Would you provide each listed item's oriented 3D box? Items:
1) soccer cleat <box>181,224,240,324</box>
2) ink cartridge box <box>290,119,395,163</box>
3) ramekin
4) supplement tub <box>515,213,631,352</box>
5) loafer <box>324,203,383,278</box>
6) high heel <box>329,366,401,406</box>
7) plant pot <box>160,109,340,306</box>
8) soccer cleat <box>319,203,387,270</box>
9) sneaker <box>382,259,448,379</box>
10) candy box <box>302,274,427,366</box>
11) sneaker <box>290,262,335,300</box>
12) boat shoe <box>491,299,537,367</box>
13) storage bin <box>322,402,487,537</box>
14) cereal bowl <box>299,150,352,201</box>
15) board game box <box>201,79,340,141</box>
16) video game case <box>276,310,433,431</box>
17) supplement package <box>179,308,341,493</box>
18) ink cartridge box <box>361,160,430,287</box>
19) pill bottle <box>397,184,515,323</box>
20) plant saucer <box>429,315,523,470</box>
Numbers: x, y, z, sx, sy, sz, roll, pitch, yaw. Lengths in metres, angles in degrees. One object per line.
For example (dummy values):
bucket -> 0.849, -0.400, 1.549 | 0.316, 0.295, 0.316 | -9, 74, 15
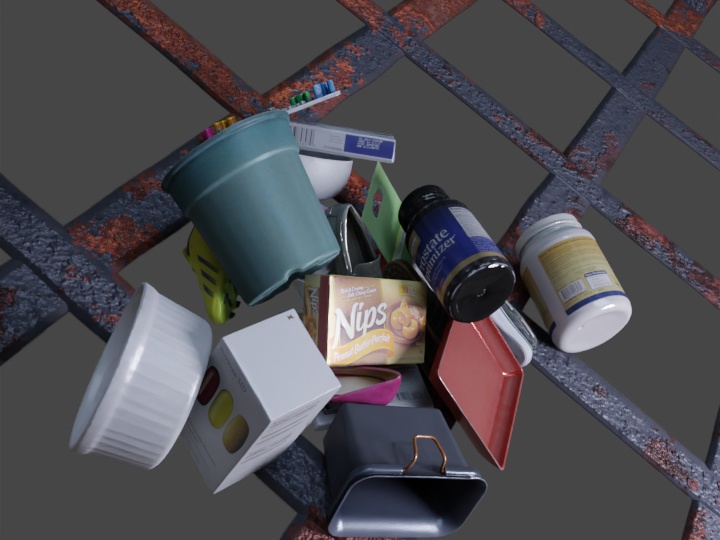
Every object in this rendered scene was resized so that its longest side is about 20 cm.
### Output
soccer cleat -> -0.214, -0.008, 1.251 | 0.081, 0.065, 0.204 | -7, 56, 2
ink cartridge box -> -0.042, -0.214, 1.423 | 0.194, 0.042, 0.200 | 8, 10, -3
ramekin -> -0.248, 0.126, 1.007 | 0.096, 0.201, 0.203 | 26, 43, -19
supplement tub -> 0.358, 0.019, 1.498 | 0.141, 0.145, 0.203 | 0, 53, -31
loafer -> 0.000, 0.000, 1.275 | 0.069, 0.069, 0.204 | -33, 102, -40
high heel -> -0.046, 0.143, 1.151 | 0.196, 0.097, 0.068 | 19, 45, -14
plant pot -> -0.134, -0.073, 1.171 | 0.198, 0.199, 0.199 | -26, 85, -43
soccer cleat -> -0.024, -0.051, 1.374 | 0.198, 0.067, 0.077 | 31, 23, -24
sneaker -> 0.103, 0.073, 1.338 | 0.089, 0.066, 0.204 | -20, 83, -58
candy box -> 0.009, 0.069, 1.206 | 0.197, 0.055, 0.119 | 5, 86, -45
sneaker -> -0.079, -0.016, 1.297 | 0.197, 0.100, 0.076 | 27, 41, -10
boat shoe -> 0.209, 0.069, 1.431 | 0.201, 0.072, 0.071 | 52, 37, 2
storage bin -> 0.047, 0.244, 1.131 | 0.196, 0.147, 0.136 | 7, 39, -26
cereal bowl -> -0.113, -0.150, 1.370 | 0.195, 0.085, 0.200 | 10, 10, -2
board game box -> -0.145, -0.241, 1.352 | 0.196, 0.200, 0.026 | -24, 101, -12
video game case -> -0.008, 0.134, 1.267 | 0.196, 0.023, 0.185 | -3, 55, -32
supplement package -> -0.128, 0.156, 1.039 | 0.108, 0.201, 0.115 | -21, 68, -41
ink cartridge box -> 0.074, -0.057, 1.384 | 0.202, 0.047, 0.147 | 61, 30, -35
pill bottle -> 0.131, -0.030, 1.269 | 0.110, 0.113, 0.201 | 0, 39, -30
plant saucer -> 0.168, 0.154, 1.291 | 0.202, 0.036, 0.201 | 56, 36, -26
